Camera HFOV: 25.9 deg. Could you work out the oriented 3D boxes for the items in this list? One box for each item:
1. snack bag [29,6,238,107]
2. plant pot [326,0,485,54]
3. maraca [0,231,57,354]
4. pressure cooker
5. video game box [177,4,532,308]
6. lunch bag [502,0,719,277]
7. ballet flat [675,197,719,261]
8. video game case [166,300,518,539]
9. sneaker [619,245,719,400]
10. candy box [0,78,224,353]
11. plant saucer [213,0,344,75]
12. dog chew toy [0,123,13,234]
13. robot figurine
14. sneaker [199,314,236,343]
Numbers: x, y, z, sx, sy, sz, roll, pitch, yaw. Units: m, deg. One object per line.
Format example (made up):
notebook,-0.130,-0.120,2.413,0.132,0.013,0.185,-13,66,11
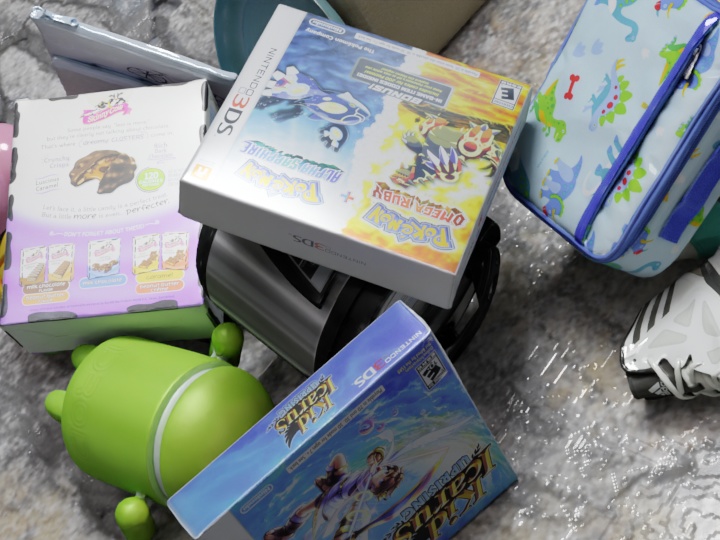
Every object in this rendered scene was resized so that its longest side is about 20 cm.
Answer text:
snack bag,-0.184,-0.159,1.353,0.187,0.200,0.022,19,78,0
plant pot,0.007,-0.287,1.409,0.199,0.177,0.200,28,71,40
maraca,-0.253,-0.026,1.363,0.136,0.107,0.202,12,86,41
pressure cooker,0.001,0.000,1.161,0.199,0.177,0.178,37,38,23
video game box,-0.001,-0.084,1.081,0.198,0.047,0.183,18,57,8
lunch bag,0.198,-0.108,1.099,0.201,0.082,0.161,-59,43,18
ballet flat,0.208,-0.041,1.175,0.071,0.067,0.200,-50,42,-8
video game case,-0.005,0.146,1.047,0.200,0.182,0.045,-40,46,-8
sneaker,0.247,0.078,1.057,0.115,0.076,0.201,-34,36,11
candy box,-0.196,-0.044,1.265,0.166,0.072,0.202,-5,66,9
plant saucer,-0.053,-0.168,1.342,0.027,0.202,0.199,-31,39,-32
dog chew toy,-0.388,-0.068,1.491,0.199,0.125,0.124,-35,44,-14
robot figurine,-0.147,0.118,1.196,0.199,0.116,0.176,13,65,36
sneaker,-0.071,-0.012,1.307,0.200,0.079,0.096,-42,56,1
